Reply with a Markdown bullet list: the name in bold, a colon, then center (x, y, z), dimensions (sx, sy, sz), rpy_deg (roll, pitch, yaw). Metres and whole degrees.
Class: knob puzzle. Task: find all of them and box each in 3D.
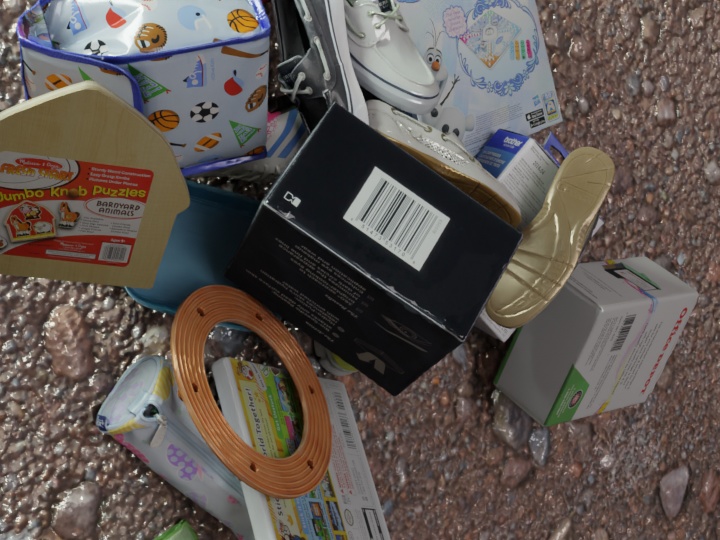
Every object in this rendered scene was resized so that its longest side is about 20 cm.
- **knob puzzle**: center (-0.234, -0.075, 1.126), dimensions (0.218, 0.220, 0.031), rpy_deg (24, 34, -33)

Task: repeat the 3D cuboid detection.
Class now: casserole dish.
- **casserole dish**: center (-0.143, -0.013, 1.276), dimensions (0.198, 0.039, 0.123), rpy_deg (14, 81, -34)

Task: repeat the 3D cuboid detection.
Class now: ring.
- **ring**: center (-0.096, 0.106, 1.216), dimensions (0.200, 0.019, 0.202), rpy_deg (41, 32, -33)

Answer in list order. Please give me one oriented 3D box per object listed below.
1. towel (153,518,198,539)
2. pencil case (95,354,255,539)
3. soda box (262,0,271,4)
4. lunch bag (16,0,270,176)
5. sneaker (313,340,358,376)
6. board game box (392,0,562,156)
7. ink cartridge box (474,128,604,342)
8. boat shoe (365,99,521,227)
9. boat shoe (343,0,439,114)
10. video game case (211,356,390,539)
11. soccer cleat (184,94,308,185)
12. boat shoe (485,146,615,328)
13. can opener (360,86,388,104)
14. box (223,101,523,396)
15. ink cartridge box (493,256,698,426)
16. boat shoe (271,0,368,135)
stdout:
- **towel**: center (-0.170, 0.349, 1.261), dimensions (0.149, 0.031, 0.202), rpy_deg (-35, 107, -34)
- **pencil case**: center (-0.140, 0.161, 1.243), dimensions (0.200, 0.090, 0.084), rpy_deg (45, 66, -27)
- **soda box**: center (-0.141, -0.265, 1.250), dimensions (0.199, 0.070, 0.063), rpy_deg (-30, 64, -33)
- **lunch bag**: center (-0.178, -0.156, 1.152), dimensions (0.197, 0.171, 0.125), rpy_deg (-12, 57, -14)
- **sneaker**: center (0.000, 0.000, 1.347), dimensions (0.077, 0.090, 0.203), rpy_deg (-7, 92, -34)
- **board game box**: center (0.110, -0.226, 1.459), dimensions (0.198, 0.043, 0.202), rpy_deg (-22, 104, -34)
- **ink cartridge box**: center (0.157, -0.048, 1.437), dimensions (0.200, 0.076, 0.136), rpy_deg (-48, 118, -5)
- **boat shoe**: center (0.078, -0.102, 1.325), dimensions (0.199, 0.070, 0.070), rpy_deg (31, 47, -31)
- **boat shoe**: center (0.005, -0.232, 1.306), dimensions (0.200, 0.067, 0.073), rpy_deg (44, 41, 12)
- **video game case**: center (-0.048, 0.184, 1.264), dimensions (0.181, 0.023, 0.202), rpy_deg (18, 48, -52)
- **soccer cleat**: center (-0.087, -0.109, 1.298), dimensions (0.199, 0.069, 0.088), rpy_deg (-26, 103, -34)
- **boat shoe**: center (0.190, -0.025, 1.371), dimensions (0.202, 0.071, 0.065), rpy_deg (-60, 159, -12)
- **can opener**: center (0.019, -0.163, 1.355), dimensions (0.053, 0.066, 0.203), rpy_deg (8, 67, -55)
- **box**: center (0.005, -0.012, 1.201), dimensions (0.195, 0.200, 0.118), rpy_deg (35, 66, -3)
- **ink cartridge box**: center (0.251, 0.071, 1.475), dimensions (0.198, 0.084, 0.146), rpy_deg (-6, 125, -48)
- **boat shoe**: center (-0.044, -0.177, 1.258), dimensions (0.067, 0.071, 0.203), rpy_deg (-5, 84, -38)
